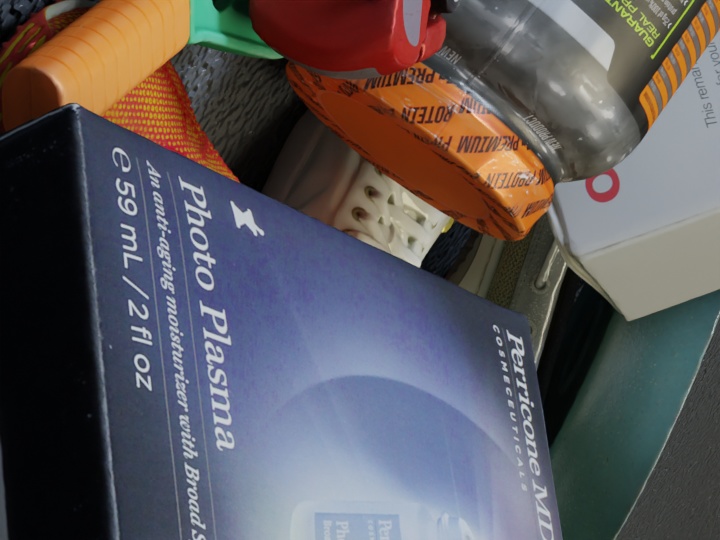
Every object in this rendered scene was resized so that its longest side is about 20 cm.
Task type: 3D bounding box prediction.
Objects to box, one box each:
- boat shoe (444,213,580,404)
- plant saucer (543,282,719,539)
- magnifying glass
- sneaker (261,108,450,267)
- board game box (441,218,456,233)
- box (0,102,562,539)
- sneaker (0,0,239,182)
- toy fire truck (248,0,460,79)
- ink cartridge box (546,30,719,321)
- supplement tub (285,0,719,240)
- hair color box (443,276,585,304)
[{"bbox_3d":[0.077,-0.006,1.159,0.202,0.065,0.074,-61,169,0],"label":"boat shoe"},{"bbox_3d":[0.103,0.037,1.201,0.200,0.036,0.200,-156,-90,-88],"label":"plant saucer"},{"bbox_3d":[-0.045,-0.080,0.822,0.200,0.022,0.080,-45,142,-56],"label":"magnifying glass"},{"bbox_3d":[0.000,0.000,1.018,0.200,0.085,0.073,-51,127,-21],"label":"sneaker"},{"bbox_3d":[0.028,-0.028,1.144,0.200,0.039,0.158,-52,162,-16],"label":"board game box"},{"bbox_3d":[-0.041,0.091,0.767,0.123,0.200,0.198,-24,151,30],"label":"box"},{"bbox_3d":[-0.055,-0.016,0.875,0.073,0.077,0.200,-54,152,-10],"label":"sneaker"},{"bbox_3d":[-0.001,-0.142,0.786,0.141,0.049,0.200,-38,139,-68],"label":"toy fire truck"},{"bbox_3d":[0.154,-0.087,1.051,0.200,0.146,0.083,-20,158,12],"label":"ink cartridge box"},{"bbox_3d":[0.070,-0.117,0.970,0.200,0.122,0.123,-54,162,-9],"label":"supplement tub"},{"bbox_3d":[0.050,0.077,1.358,0.099,0.061,0.200,-42,158,-40],"label":"hair color box"}]
